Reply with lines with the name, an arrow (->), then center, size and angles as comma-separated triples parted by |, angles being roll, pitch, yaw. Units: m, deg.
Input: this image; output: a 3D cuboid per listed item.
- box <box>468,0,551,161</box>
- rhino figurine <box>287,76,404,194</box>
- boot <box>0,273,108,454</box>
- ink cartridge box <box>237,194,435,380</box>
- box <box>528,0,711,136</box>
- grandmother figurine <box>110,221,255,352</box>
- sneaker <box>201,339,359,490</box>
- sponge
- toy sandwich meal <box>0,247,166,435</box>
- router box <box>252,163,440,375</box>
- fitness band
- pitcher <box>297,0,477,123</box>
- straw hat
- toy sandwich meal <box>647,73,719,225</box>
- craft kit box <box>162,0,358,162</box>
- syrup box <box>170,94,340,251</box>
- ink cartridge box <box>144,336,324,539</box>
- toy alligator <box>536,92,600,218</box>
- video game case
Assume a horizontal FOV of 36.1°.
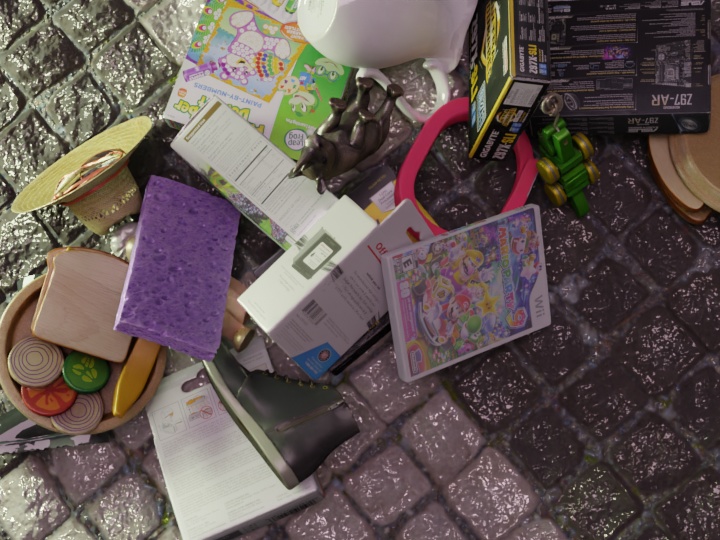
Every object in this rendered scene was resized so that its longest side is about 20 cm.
box -> 0.160, -0.245, 1.217 | 0.049, 0.160, 0.201 | 6, 64, -7
rhino figurine -> -0.021, -0.138, 1.179 | 0.060, 0.200, 0.088 | 30, 125, 10
boot -> -0.376, 0.105, 1.265 | 0.164, 0.066, 0.201 | -6, 83, -6
ink cartridge box -> -0.018, 0.006, 1.173 | 0.200, 0.116, 0.067 | -44, 50, -5
box -> 0.294, -0.233, 1.253 | 0.199, 0.044, 0.161 | 0, 66, 15
grandmother figurine -> -0.199, 0.006, 1.275 | 0.199, 0.061, 0.122 | 31, 70, 7
sneaker -> -0.093, 0.134, 1.216 | 0.106, 0.075, 0.200 | -34, 69, -14
sponge -> -0.197, -0.005, 1.215 | 0.111, 0.030, 0.201 | 19, 53, -19
toy sandwich meal -> -0.298, 0.077, 1.206 | 0.204, 0.070, 0.207 | 4, 78, -17
router box -> 0.000, 0.000, 1.265 | 0.200, 0.051, 0.149 | -39, 78, -3
fitness band -> 0.121, -0.107, 1.256 | 0.143, 0.037, 0.201 | 28, 64, 3
pitcher -> 0.031, -0.260, 1.252 | 0.199, 0.121, 0.173 | 2, 92, -37
straw hat -> -0.295, -0.088, 1.264 | 0.200, 0.201, 0.085 | -33, 113, -2
toy sandwich meal -> 0.430, -0.131, 1.255 | 0.204, 0.070, 0.206 | 1, 70, -2
craft kit box -> -0.109, -0.238, 1.320 | 0.199, 0.049, 0.199 | 17, 85, 7
syrup box -> -0.109, -0.097, 1.230 | 0.200, 0.079, 0.082 | 40, 86, 13
ink cartridge box -> -0.149, 0.197, 1.256 | 0.161, 0.050, 0.201 | -23, 61, 0
toy alligator -> 0.218, -0.135, 1.223 | 0.059, 0.200, 0.054 | -35, 47, -5
video game case -> 0.118, 0.023, 1.196 | 0.199, 0.018, 0.144 | -19, 111, -26
